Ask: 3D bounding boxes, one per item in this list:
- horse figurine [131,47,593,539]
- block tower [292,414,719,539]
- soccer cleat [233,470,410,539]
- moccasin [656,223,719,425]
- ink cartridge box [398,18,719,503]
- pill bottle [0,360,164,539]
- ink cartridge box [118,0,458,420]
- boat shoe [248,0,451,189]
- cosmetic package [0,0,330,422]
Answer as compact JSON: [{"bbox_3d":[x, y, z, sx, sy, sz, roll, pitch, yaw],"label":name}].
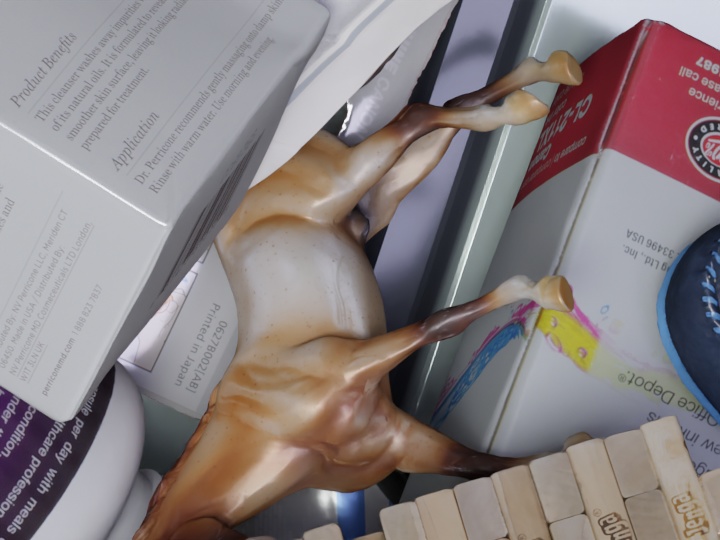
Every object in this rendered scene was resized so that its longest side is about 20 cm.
[{"bbox_3d":[0.000,0.000,0.786,0.132,0.201,0.050,-18,144,23],"label":"horse figurine"},{"bbox_3d":[0.004,0.096,0.718,0.199,0.058,0.054,-17,67,-1],"label":"block tower"},{"bbox_3d":[0.021,0.132,0.871,0.086,0.070,0.200,-35,93,4],"label":"soccer cleat"},{"bbox_3d":[0.177,0.044,0.767,0.199,0.068,0.081,31,71,-10],"label":"moccasin"},{"bbox_3d":[0.099,0.052,0.821,0.145,0.083,0.201,26,73,-11],"label":"ink cartridge box"},{"bbox_3d":[-0.140,0.038,0.782,0.200,0.112,0.113,41,91,-19],"label":"pill bottle"},{"bbox_3d":[-0.092,-0.063,0.846,0.199,0.050,0.161,25,94,-15],"label":"ink cartridge box"},{"bbox_3d":[-0.017,-0.087,0.759,0.068,0.072,0.200,35,131,-26],"label":"boat shoe"},{"bbox_3d":[-0.122,-0.066,0.710,0.200,0.113,0.081,32,130,3],"label":"cosmetic package"}]
